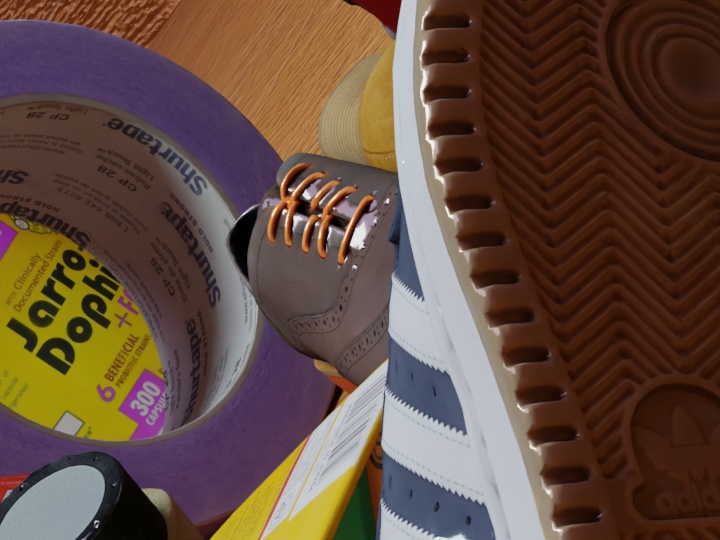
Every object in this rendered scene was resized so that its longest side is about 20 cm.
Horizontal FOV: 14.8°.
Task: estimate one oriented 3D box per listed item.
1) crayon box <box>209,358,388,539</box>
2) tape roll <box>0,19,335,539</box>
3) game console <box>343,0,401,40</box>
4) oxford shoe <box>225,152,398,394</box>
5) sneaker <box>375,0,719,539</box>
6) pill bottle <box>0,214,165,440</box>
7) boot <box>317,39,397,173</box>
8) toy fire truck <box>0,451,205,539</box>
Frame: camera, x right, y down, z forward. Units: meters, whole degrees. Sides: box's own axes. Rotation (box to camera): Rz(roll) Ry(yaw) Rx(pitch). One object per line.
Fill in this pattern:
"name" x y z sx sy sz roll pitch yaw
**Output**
"crayon box" -0.024 0.124 0.606 0.119 0.058 0.201 -46 14 49
"tape roll" -0.112 0.017 0.985 0.085 0.199 0.201 -44 15 49
"game console" 0.062 -0.119 0.623 0.201 0.118 0.172 -58 -18 -10
"oxford shoe" 0.000 0.000 0.857 0.071 0.072 0.200 -58 9 -14
"sneaker" 0.026 0.036 0.427 0.109 0.070 0.201 129 139 -53
"pill bottle" -0.160 0.020 1.220 0.104 0.199 0.104 -54 10 14
"boot" 0.073 -0.104 0.903 0.202 0.071 0.144 -53 19 -16
"toy fire truck" -0.129 0.158 0.751 0.199 0.129 0.177 -10 39 35
